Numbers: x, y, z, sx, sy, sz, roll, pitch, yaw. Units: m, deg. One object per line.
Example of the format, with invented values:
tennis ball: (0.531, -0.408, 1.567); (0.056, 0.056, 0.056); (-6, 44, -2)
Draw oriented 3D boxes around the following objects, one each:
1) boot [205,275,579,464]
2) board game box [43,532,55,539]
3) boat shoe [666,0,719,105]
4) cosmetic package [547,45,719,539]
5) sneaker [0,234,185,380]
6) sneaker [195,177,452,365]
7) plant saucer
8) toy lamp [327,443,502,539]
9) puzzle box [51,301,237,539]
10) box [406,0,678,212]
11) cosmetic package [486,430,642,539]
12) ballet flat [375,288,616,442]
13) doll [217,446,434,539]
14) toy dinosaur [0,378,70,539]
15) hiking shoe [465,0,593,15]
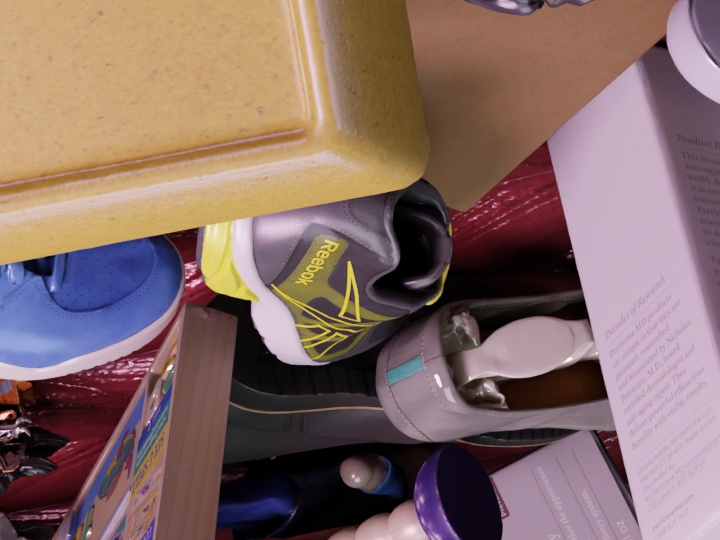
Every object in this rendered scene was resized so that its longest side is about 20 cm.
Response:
boot: (-0.006, 0.059, 0.928); (0.198, 0.078, 0.138); (13, 151, -23)
board game box: (-0.140, 0.196, 0.979); (0.199, 0.200, 0.026); (16, 110, -33)
boat shoe: (0.185, -0.077, 0.750); (0.198, 0.074, 0.068); (-9, 160, -36)
cosmetic package: (0.148, 0.016, 0.766); (0.101, 0.202, 0.071); (9, 144, -26)
sneaker: (-0.158, -0.016, 0.750); (0.198, 0.077, 0.111); (8, 154, -14)
sneaker: (0.000, 0.000, 0.768); (0.084, 0.075, 0.200); (7, 173, 17)
plant saucer: (-0.087, -0.095, 0.568); (0.198, 0.049, 0.202); (-11, 111, -2)
toy lamp: (-0.029, 0.141, 0.890); (0.199, 0.059, 0.058); (-27, 144, 30)
puzzle box: (-0.103, 0.125, 0.823); (0.025, 0.134, 0.201); (18, 134, -16)
box: (0.035, -0.099, 0.725); (0.162, 0.021, 0.200); (15, 140, -33)
cosmetic package: (0.051, 0.166, 0.964); (0.199, 0.107, 0.090); (-30, 172, 3)
ballet flat: (0.100, 0.038, 0.874); (0.198, 0.068, 0.064); (-8, 162, -33)
doll: (-0.041, 0.117, 0.993); (0.198, 0.049, 0.136); (-7, 171, -31)
toy dinosaur: (-0.194, 0.063, 0.872); (0.198, 0.103, 0.136); (-12, 127, 29)
hiking shoe: (0.104, -0.161, 0.595); (0.199, 0.076, 0.101); (-30, 123, 1)
